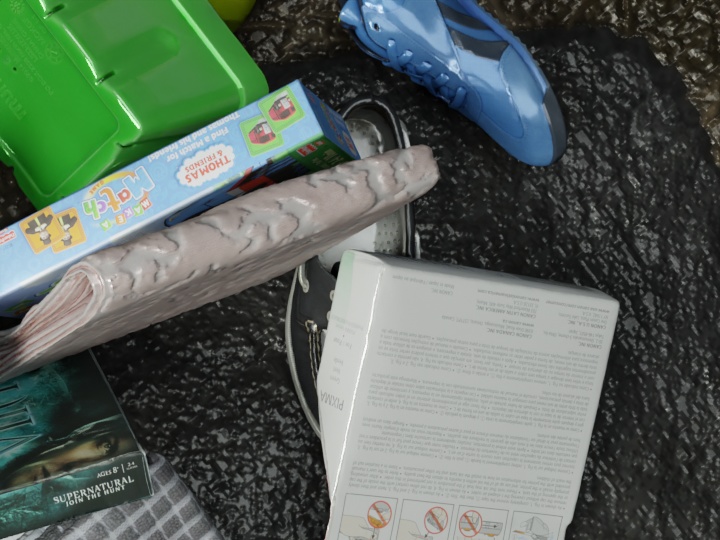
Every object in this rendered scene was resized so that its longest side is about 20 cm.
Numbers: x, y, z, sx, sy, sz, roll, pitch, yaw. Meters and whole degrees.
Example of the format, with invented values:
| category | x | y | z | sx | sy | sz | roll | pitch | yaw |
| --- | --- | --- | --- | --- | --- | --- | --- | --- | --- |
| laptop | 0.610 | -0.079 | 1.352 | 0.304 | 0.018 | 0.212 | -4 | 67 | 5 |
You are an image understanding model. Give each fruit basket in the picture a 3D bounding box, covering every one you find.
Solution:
| category | x | y | z | sx | sy | sz | roll | pitch | yaw |
| --- | --- | --- | --- | --- | --- | --- | --- | --- | --- |
| fruit basket | -0.135 | -0.147 | 1.337 | 0.215 | 0.155 | 0.216 | 30 | 40 | -28 |

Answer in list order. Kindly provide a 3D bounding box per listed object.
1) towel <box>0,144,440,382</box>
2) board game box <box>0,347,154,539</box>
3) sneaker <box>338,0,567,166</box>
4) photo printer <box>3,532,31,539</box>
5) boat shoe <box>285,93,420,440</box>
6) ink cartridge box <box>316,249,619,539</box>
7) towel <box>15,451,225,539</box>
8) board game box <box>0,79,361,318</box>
| category | x | y | z | sx | sy | sz | roll | pitch | yaw |
| --- | --- | --- | --- | --- | --- | --- | --- | --- | --- |
| towel | -0.082 | -0.004 | 1.229 | 0.200 | 0.191 | 0.032 | -22 | 87 | -30 |
| board game box | -0.192 | 0.084 | 1.245 | 0.135 | 0.200 | 0.028 | -16 | 112 | -12 |
| sneaker | 0.035 | -0.129 | 1.372 | 0.078 | 0.066 | 0.200 | -35 | 82 | -24 |
| photo printer | -0.210 | 0.206 | 1.280 | 0.166 | 0.069 | 0.200 | -28 | 86 | -14 |
| boat shoe | 0.000 | 0.000 | 1.352 | 0.074 | 0.060 | 0.201 | 6 | 79 | -7 |
| ink cartridge box | 0.049 | 0.098 | 1.333 | 0.160 | 0.050 | 0.201 | 9 | 97 | -30 |
| towel | -0.126 | 0.206 | 1.216 | 0.166 | 0.086 | 0.200 | 49 | 62 | -4 |
| board game box | -0.103 | -0.033 | 1.269 | 0.200 | 0.151 | 0.037 | -26 | 84 | 6 |
